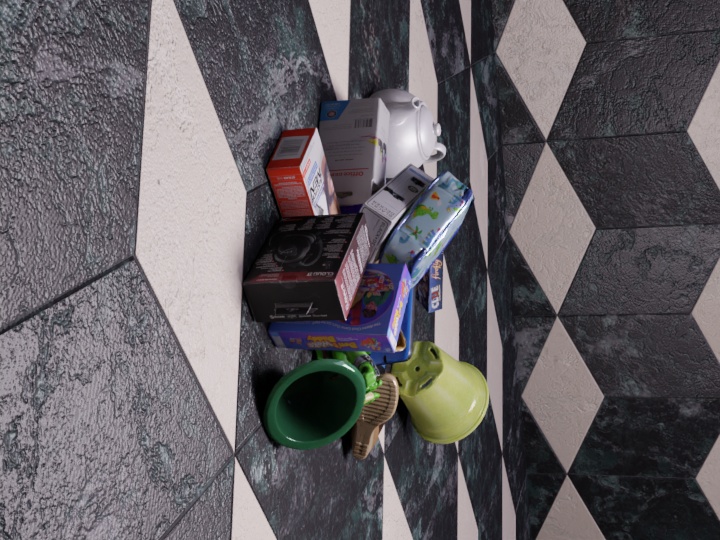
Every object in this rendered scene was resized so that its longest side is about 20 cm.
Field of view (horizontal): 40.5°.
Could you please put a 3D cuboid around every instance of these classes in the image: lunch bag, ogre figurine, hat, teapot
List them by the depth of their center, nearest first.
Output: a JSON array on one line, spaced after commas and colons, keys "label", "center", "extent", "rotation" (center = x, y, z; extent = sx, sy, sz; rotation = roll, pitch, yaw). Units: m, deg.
[{"label": "hat", "center": [-0.094, 0.168, 1.547], "extent": [0.177, 0.163, 0.203], "rotation": [-119, -145, -51]}, {"label": "ogre figurine", "center": [-0.019, 0.166, 1.668], "extent": [0.200, 0.097, 0.121], "rotation": [59, 5, -74]}, {"label": "lunch bag", "center": [0.113, -0.065, 1.707], "extent": [0.201, 0.082, 0.161], "rotation": [-51, 173, -22]}, {"label": "teapot", "center": [0.099, -0.288, 2.049], "extent": [0.201, 0.143, 0.201], "rotation": [-60, 145, -60]}]

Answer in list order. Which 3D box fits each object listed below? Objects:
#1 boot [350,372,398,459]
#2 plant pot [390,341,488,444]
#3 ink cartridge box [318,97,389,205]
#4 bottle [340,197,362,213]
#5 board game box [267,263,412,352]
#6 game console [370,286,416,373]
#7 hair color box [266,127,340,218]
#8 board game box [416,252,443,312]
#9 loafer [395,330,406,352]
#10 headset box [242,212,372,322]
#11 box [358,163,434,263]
[{"label": "boot", "center": [0.029, 0.237, 1.838], "extent": [0.167, 0.071, 0.202], "rotation": [-71, -179, -60]}, {"label": "plant pot", "center": [0.160, 0.254, 2.159], "extent": [0.184, 0.197, 0.203], "rotation": [47, 43, -47]}, {"label": "ink cartridge box", "center": [-0.016, -0.197, 1.727], "extent": [0.068, 0.113, 0.204], "rotation": [46, 46, -63]}, {"label": "bottle", "center": [-0.010, -0.195, 1.825], "extent": [0.083, 0.064, 0.204], "rotation": [0, 88, -76]}, {"label": "board game box", "center": [-0.031, 0.055, 1.507], "extent": [0.045, 0.196, 0.136], "rotation": [65, 34, -47]}, {"label": "game console", "center": [0.076, 0.105, 1.999], "extent": [0.117, 0.169, 0.204], "rotation": [20, 66, -42]}, {"label": "hair color box", "center": [-0.086, -0.115, 1.587], "extent": [0.112, 0.063, 0.202], "rotation": [-73, 156, -47]}, {"label": "board game box", "center": [0.107, -0.025, 1.996], "extent": [0.200, 0.034, 0.137], "rotation": [-130, -150, -49]}, {"label": "loafer", "center": [0.033, 0.096, 1.607], "extent": [0.073, 0.072, 0.200], "rotation": [-53, 164, 6]}, {"label": "headset box", "center": [-0.077, 0.000, 1.463], "extent": [0.201, 0.146, 0.078], "rotation": [-70, 151, -51]}, {"label": "box", "center": [0.050, -0.096, 1.707], "extent": [0.200, 0.060, 0.118], "rotation": [-45, 166, -52]}]
